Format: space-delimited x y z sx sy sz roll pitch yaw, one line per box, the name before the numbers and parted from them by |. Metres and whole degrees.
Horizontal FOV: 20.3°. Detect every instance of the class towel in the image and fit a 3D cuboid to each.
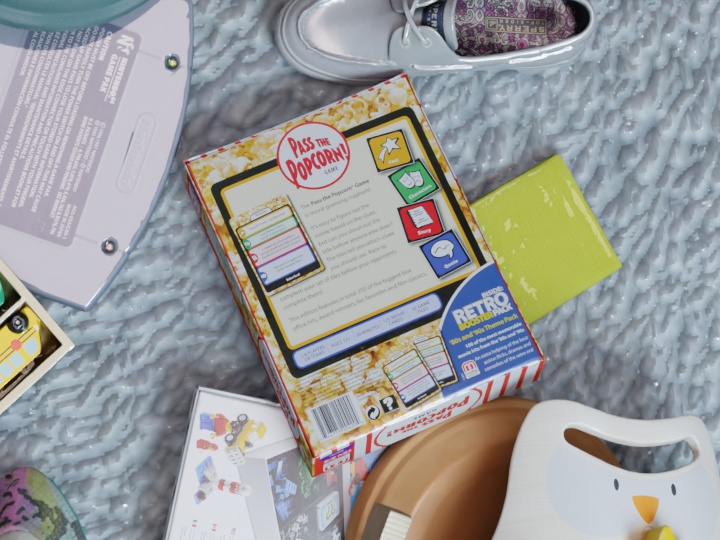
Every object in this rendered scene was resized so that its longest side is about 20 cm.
towel | 0.061 0.013 1.256 0.199 0.018 0.087 -31 96 -10

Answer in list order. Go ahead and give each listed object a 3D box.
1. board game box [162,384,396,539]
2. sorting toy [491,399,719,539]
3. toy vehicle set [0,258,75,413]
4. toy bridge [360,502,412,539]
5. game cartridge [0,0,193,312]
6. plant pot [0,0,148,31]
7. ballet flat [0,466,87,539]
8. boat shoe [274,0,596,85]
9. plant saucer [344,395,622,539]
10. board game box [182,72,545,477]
board game box | -0.059 0.180 1.211 0.125 0.035 0.202 13 89 -7
sorting toy | 0.152 0.168 1.152 0.198 0.107 0.182 7 72 -22
toy vehicle set | -0.278 0.063 1.157 0.200 0.027 0.124 -43 96 -10
toy bridge | 0.080 0.197 1.178 0.199 0.027 0.068 22 86 -21
game cartridge | -0.177 -0.084 1.218 0.132 0.041 0.202 19 84 -3
plant pot | -0.171 -0.252 1.134 0.198 0.134 0.203 4 76 -17
ballet flat | -0.181 0.214 1.168 0.069 0.071 0.202 -22 83 33
boat shoe | 0.048 -0.150 1.236 0.198 0.069 0.073 4 86 -8
plant saucer | 0.087 0.178 1.214 0.198 0.037 0.202 -1 93 -20
board game box | 0.000 0.000 1.203 0.150 0.046 0.201 -21 73 -9
